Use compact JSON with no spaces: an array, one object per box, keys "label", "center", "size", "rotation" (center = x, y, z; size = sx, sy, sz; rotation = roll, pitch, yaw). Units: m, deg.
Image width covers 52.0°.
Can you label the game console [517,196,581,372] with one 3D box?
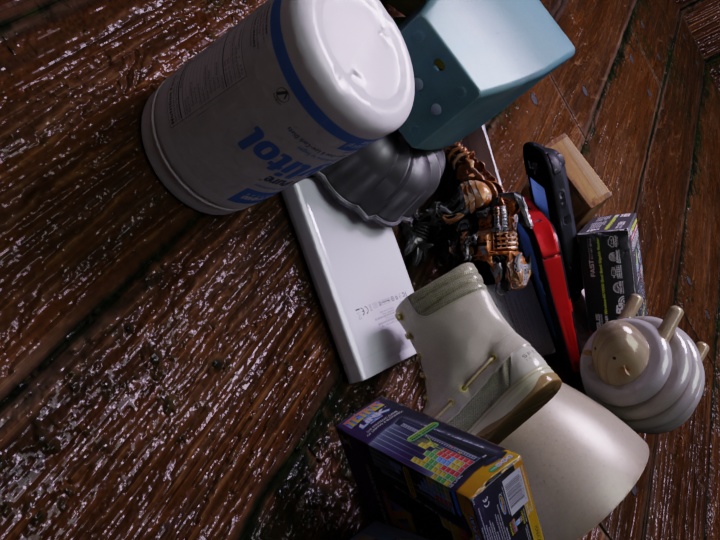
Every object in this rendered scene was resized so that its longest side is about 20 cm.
[{"label":"game console","center":[0.222,0.009,0.898],"size":[0.200,0.031,0.178],"rotation":[-79,156,-73]}]

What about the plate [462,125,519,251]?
[{"label":"plate","center":[0.168,-0.103,0.950],"size":[0.200,0.032,0.201],"rotation":[23,53,-75]}]

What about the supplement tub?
[{"label":"supplement tub","center":[-0.069,-0.136,0.595],"size":[0.132,0.199,0.133],"rotation":[24,56,-41]}]

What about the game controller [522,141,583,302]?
[{"label":"game controller","center":[0.238,-0.061,0.922],"size":[0.104,0.042,0.201],"rotation":[-126,-161,-69]}]

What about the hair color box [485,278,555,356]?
[{"label":"hair color box","center":[0.149,0.071,0.870],"size":[0.200,0.060,0.101],"rotation":[-5,74,-51]}]

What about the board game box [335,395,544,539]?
[{"label":"board game box","center":[0.073,0.215,0.584],"size":[0.057,0.165,0.201],"rotation":[-30,112,-30]}]

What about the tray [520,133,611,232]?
[{"label":"tray","center":[0.273,-0.102,1.007],"size":[0.099,0.037,0.200],"rotation":[57,-3,12]}]

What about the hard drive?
[{"label":"hard drive","center":[0.000,0.000,0.755],"size":[0.132,0.027,0.201],"rotation":[-17,87,-52]}]

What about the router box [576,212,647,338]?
[{"label":"router box","center":[0.330,0.011,0.956],"size":[0.200,0.062,0.151],"rotation":[-22,106,-66]}]

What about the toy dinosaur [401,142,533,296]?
[{"label":"toy dinosaur","center":[0.127,-0.064,0.841],"size":[0.102,0.135,0.201],"rotation":[24,48,-38]}]

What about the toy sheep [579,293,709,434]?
[{"label":"toy sheep","center":[0.311,0.112,0.805],"size":[0.200,0.137,0.138],"rotation":[37,48,-36]}]

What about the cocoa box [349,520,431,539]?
[{"label":"cocoa box","center":[0.033,0.276,0.504],"size":[0.133,0.200,0.132],"rotation":[-27,95,-28]}]

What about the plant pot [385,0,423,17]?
[{"label":"plant pot","center":[0.107,-0.357,0.872],"size":[0.187,0.187,0.200],"rotation":[-14,65,-52]}]

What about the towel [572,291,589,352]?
[{"label":"towel","center":[0.321,0.071,1.057],"size":[0.200,0.032,0.191],"rotation":[47,23,-27]}]

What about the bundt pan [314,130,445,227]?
[{"label":"bundt pan","center":[0.016,-0.149,0.771],"size":[0.201,0.076,0.203],"rotation":[32,41,-32]}]

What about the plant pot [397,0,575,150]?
[{"label":"plant pot","center":[0.094,-0.210,0.736],"size":[0.141,0.141,0.200],"rotation":[52,40,-4]}]

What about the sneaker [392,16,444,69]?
[{"label":"sneaker","center":[0.105,-0.310,0.976],"size":[0.200,0.083,0.074],"rotation":[-18,88,-51]}]

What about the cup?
[{"label":"cup","center":[0.167,0.184,0.761],"size":[0.143,0.200,0.200],"rotation":[50,38,6]}]

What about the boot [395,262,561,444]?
[{"label":"boot","center":[0.071,0.106,0.703],"size":[0.072,0.200,0.155],"rotation":[16,35,-54]}]
